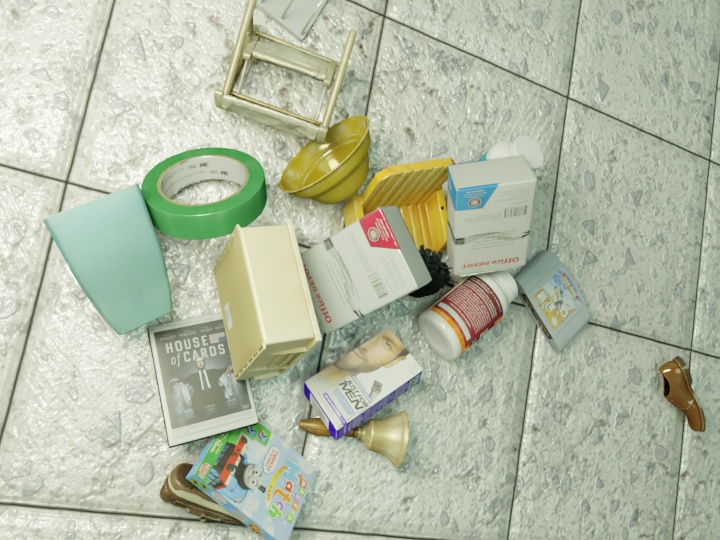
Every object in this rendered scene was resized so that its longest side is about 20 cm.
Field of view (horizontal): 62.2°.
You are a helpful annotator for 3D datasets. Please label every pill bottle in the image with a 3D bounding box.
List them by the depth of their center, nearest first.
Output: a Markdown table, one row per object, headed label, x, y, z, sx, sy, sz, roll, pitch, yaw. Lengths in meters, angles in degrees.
| label | x | y | z | sx | sy | sz | roll | pitch | yaw |
| --- | --- | --- | --- | --- | --- | --- | --- | --- | --- |
| pill bottle | 0.271 | -0.180 | 1.186 | 0.109 | 0.200 | 0.113 | 12 | 61 | -22 |
| pill bottle | 0.221 | 0.078 | 1.203 | 0.199 | 0.113 | 0.114 | -36 | 100 | -20 |

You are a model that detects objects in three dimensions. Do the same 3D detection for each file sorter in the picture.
| label | x | y | z | sx | sy | sz | roll | pitch | yaw |
| --- | --- | --- | --- | --- | --- | --- | --- | --- | --- |
| file sorter | -0.140 | -0.558 | 1.089 | 0.198 | 0.124 | 0.141 | 34 | 75 | -18 |

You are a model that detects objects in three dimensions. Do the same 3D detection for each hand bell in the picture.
| label | x | y | z | sx | sy | sz | roll | pitch | yaw |
| --- | --- | --- | --- | --- | --- | --- | --- | --- | --- |
| hand bell | -0.017 | 0.299 | 1.115 | 0.196 | 0.104 | 0.106 | 12 | 82 | -9 |

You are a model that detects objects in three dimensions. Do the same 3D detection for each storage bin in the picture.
| label | x | y | z | sx | sy | sz | roll | pitch | yaw |
| --- | --- | --- | --- | --- | --- | --- | --- | --- | --- |
| storage bin | -0.162 | 0.056 | 0.970 | 0.092 | 0.199 | 0.204 | -6 | 68 | -30 |

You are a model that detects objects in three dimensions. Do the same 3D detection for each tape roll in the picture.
| label | x | y | z | sx | sy | sz | roll | pitch | yaw |
| --- | --- | --- | --- | --- | --- | --- | --- | --- | --- |
| tape roll | -0.253 | -0.131 | 0.980 | 0.198 | 0.201 | 0.049 | -22 | 136 | -22 |

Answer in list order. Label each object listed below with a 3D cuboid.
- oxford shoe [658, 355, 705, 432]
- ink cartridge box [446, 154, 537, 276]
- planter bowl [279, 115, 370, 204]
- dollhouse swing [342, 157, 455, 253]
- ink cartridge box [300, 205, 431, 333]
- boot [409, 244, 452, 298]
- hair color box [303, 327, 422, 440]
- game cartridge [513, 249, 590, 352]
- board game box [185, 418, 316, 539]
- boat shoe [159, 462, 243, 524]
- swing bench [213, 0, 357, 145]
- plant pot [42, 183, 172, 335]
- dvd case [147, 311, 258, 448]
| label | x | y | z | sx | sy | sz | roll | pitch | yaw |
| --- | --- | --- | --- | --- | --- | --- | --- | --- | --- |
| oxford shoe | 0.784 | 0.312 | 1.464 | 0.070 | 0.071 | 0.203 | -25 | 97 | 6 |
| ink cartridge box | 0.235 | -0.098 | 1.104 | 0.141 | 0.085 | 0.203 | -7 | 132 | -1 |
| planter bowl | -0.045 | -0.181 | 1.077 | 0.201 | 0.199 | 0.084 | -50 | 120 | -18 |
| dollhouse swing | 0.094 | -0.095 | 1.129 | 0.196 | 0.175 | 0.186 | -11 | 90 | -24 |
| ink cartridge box | 0.000 | 0.000 | 1.032 | 0.147 | 0.198 | 0.083 | 64 | 26 | 3 |
| boot | 0.067 | 0.022 | 1.147 | 0.161 | 0.197 | 0.074 | 16 | 46 | -49 |
| hair color box | 0.005 | 0.206 | 1.105 | 0.198 | 0.065 | 0.110 | -30 | 63 | -23 |
| game cartridge | 0.432 | 0.063 | 1.338 | 0.133 | 0.041 | 0.202 | -38 | 101 | -16 |
| board game box | -0.178 | 0.346 | 1.019 | 0.200 | 0.036 | 0.152 | 45 | 39 | -15 |
| boat shoe | -0.247 | 0.391 | 1.016 | 0.201 | 0.075 | 0.075 | 36 | 111 | -26 |
| swing bench | -0.132 | -0.338 | 1.056 | 0.195 | 0.130 | 0.204 | 18 | 81 | -7 |
| plant pot | -0.383 | -0.012 | 0.942 | 0.139 | 0.141 | 0.204 | -25 | 103 | -22 |
| dvd case | -0.265 | 0.176 | 1.003 | 0.147 | 0.025 | 0.204 | -10 | 71 | -24 |
